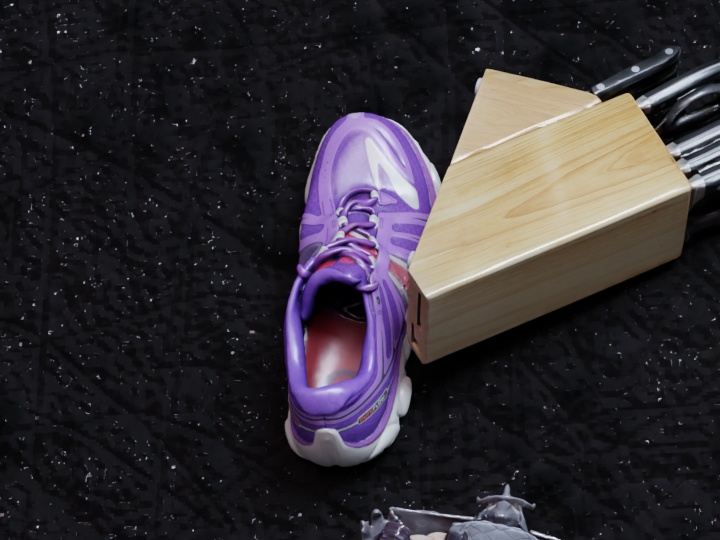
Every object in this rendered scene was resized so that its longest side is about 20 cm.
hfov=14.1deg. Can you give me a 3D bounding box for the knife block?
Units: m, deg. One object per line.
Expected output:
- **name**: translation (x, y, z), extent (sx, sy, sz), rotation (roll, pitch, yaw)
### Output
- **knife block**: translation (0.131, -0.029, 1.492), extent (0.175, 0.064, 0.200), rotation (15, 56, 11)

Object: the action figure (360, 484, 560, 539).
- **action figure**: translation (0.058, 0.157, 1.376), extent (0.130, 0.070, 0.200), rotation (2, 28, 11)

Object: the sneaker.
- **sneaker**: translation (0.000, 0.000, 1.499), extent (0.080, 0.083, 0.200), rotation (-1, 60, 8)
